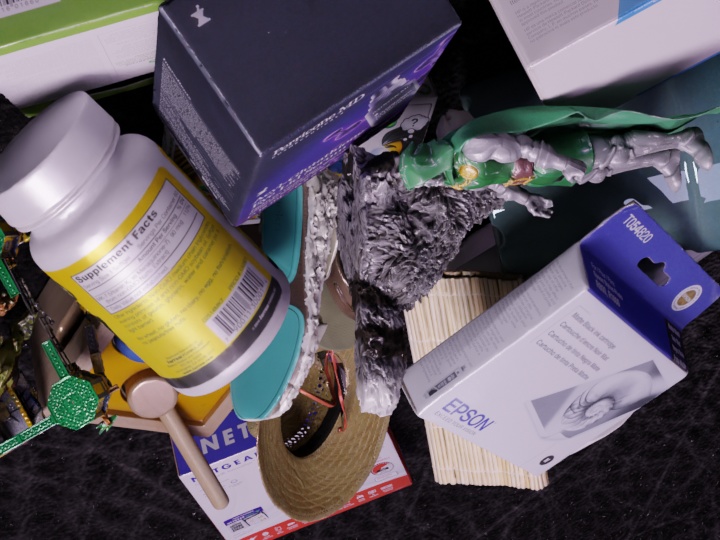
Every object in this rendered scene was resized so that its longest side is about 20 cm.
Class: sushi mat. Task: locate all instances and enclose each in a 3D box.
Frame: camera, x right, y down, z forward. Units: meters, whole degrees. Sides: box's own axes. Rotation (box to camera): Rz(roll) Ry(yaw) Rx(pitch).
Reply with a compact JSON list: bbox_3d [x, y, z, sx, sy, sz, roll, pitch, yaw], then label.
[{"bbox_3d":[0.089,0.088,1.112,0.095,0.012,0.202,0,122,18],"label":"sushi mat"}]

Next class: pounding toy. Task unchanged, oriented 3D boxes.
[{"bbox_3d":[-0.154,0.072,1.149,0.183,0.143,0.200,12,133,-34],"label":"pounding toy"}]

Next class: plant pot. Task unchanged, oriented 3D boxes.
[{"bbox_3d":[0.184,-0.088,1.077,0.194,0.202,0.201,-15,144,7],"label":"plant pot"}]

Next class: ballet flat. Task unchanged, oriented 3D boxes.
[{"bbox_3d":[-0.046,0.016,1.066,0.071,0.072,0.202,7,98,-31],"label":"ballet flat"}]

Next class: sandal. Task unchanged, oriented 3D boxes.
[{"bbox_3d":[-0.001,0.000,1.141,0.079,0.058,0.202,-7,141,-26],"label":"sandal"}]

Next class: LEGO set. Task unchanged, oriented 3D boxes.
[{"bbox_3d":[-0.266,0.054,1.059,0.153,0.201,0.116,-38,180,5],"label":"LEGO set"}]

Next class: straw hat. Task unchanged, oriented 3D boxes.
[{"bbox_3d":[-0.056,0.114,1.275,0.084,0.203,0.201,12,161,36],"label":"straw hat"}]

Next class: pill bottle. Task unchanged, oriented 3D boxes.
[{"bbox_3d":[-0.149,-0.018,0.967,0.114,0.115,0.200,-34,118,19],"label":"pill bottle"}]

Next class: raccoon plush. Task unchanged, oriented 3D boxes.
[{"bbox_3d":[0.056,-0.009,0.966,0.132,0.097,0.203,-2,98,-14],"label":"raccoon plush"}]

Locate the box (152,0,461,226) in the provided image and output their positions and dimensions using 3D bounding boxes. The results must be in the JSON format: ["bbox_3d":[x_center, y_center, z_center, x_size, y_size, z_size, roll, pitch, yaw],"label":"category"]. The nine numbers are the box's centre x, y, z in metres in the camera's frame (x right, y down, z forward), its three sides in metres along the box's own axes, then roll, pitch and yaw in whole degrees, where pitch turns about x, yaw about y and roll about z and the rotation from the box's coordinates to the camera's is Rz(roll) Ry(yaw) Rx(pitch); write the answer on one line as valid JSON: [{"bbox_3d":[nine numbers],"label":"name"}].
[{"bbox_3d":[-0.042,-0.126,0.889,0.147,0.105,0.200,-34,177,-12],"label":"box"}]

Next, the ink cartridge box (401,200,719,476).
[{"bbox_3d":[0.155,0.057,1.006,0.199,0.041,0.199,-39,145,15],"label":"ink cartridge box"}]

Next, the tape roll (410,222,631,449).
[{"bbox_3d":[0.144,0.057,1.211,0.200,0.205,0.071,-4,163,-19],"label":"tape roll"}]

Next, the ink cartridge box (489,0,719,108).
[{"bbox_3d":[0.128,-0.215,0.892,0.128,0.202,0.125,-27,160,10],"label":"ink cartridge box"}]

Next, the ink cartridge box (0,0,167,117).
[{"bbox_3d":[-0.172,-0.166,0.914,0.146,0.077,0.200,-17,177,-5],"label":"ink cartridge box"}]

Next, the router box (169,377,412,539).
[{"bbox_3d":[-0.065,0.188,1.412,0.198,0.049,0.180,-22,143,2],"label":"router box"}]

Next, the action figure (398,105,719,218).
[{"bbox_3d":[0.117,-0.069,0.888,0.198,0.055,0.118,-4,164,-17],"label":"action figure"}]

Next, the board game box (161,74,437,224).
[{"bbox_3d":[-0.050,-0.091,1.081,0.198,0.035,0.127,-6,141,-19],"label":"board game box"}]

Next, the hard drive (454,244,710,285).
[{"bbox_3d":[0.190,-0.015,1.148,0.199,0.131,0.027,-30,125,-32],"label":"hard drive"}]
